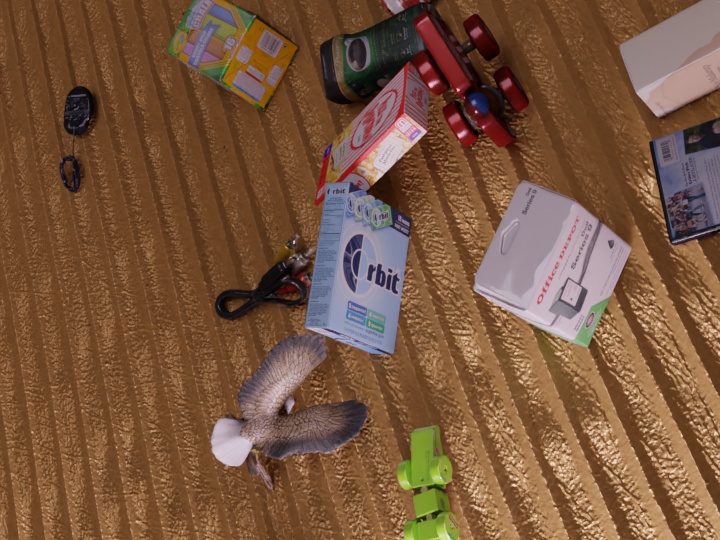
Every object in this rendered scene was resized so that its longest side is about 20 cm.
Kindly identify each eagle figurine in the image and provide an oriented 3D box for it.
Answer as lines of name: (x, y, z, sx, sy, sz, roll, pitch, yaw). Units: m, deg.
eagle figurine: (-0.110, 0.201, 1.632, 0.199, 0.151, 0.152, -34, 38, 27)

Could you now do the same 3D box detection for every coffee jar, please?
coffee jar: (0.032, -0.322, 1.721, 0.198, 0.085, 0.106, -14, 78, 30)

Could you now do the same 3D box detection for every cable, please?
cable: (-0.140, 0.033, 1.771, 0.199, 0.050, 0.098, -38, 74, 34)

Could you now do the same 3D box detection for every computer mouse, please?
computer mouse: (-0.524, -0.243, 2.120, 0.058, 0.034, 0.203, 1, 80, 17)

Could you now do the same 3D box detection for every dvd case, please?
dvd case: (0.462, -0.125, 1.404, 0.198, 0.017, 0.145, -18, 66, 28)

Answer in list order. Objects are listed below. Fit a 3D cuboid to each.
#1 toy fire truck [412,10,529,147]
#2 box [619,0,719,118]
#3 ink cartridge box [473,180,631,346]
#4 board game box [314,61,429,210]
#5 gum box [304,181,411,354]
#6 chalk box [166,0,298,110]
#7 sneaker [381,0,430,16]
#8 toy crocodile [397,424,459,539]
toy fire truck: (0.143, -0.256, 1.553, 0.111, 0.168, 0.202, -31, 89, 18)
box: (0.436, -0.281, 1.426, 0.198, 0.095, 0.079, -27, 62, 27)
ink cartridge box: (0.239, -0.004, 1.406, 0.083, 0.199, 0.148, 24, 89, 36)
board game box: (0.019, -0.186, 1.646, 0.200, 0.046, 0.152, -43, 23, 30)
gum box: (0.000, 0.000, 1.589, 0.044, 0.169, 0.203, 1, 76, 34)
chalk box: (-0.227, -0.373, 1.894, 0.199, 0.124, 0.125, 32, 93, 38)
sneaker: (0.059, -0.481, 1.773, 0.115, 0.078, 0.201, -35, 70, 10)
toy crocodile: (0.094, 0.304, 1.503, 0.067, 0.062, 0.203, -20, 60, 28)
